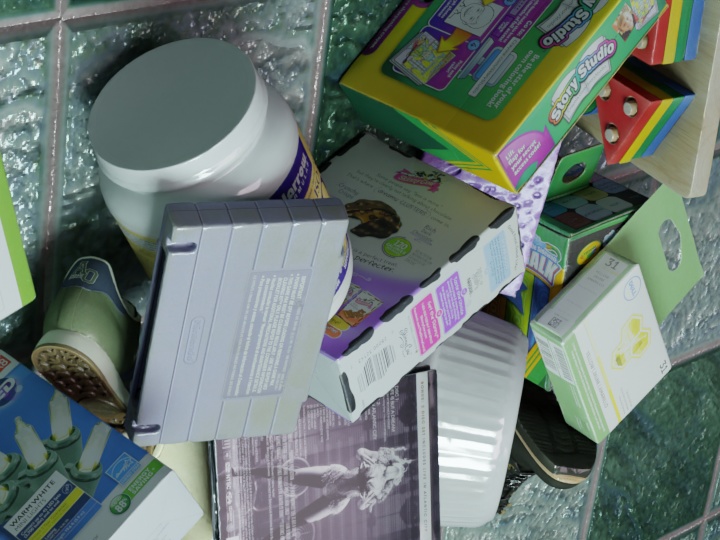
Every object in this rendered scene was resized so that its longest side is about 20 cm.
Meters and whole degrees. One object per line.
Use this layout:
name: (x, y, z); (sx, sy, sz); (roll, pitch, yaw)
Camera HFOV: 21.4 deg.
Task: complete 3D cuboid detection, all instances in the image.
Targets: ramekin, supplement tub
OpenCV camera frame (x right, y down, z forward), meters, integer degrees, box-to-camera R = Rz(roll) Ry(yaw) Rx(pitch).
ramekin: (0.083, 0.125, 1.619); (0.202, 0.093, 0.204); (11, 90, -88)
supplement tub: (-0.098, -0.049, 1.342); (0.145, 0.145, 0.201); (-46, 140, -19)

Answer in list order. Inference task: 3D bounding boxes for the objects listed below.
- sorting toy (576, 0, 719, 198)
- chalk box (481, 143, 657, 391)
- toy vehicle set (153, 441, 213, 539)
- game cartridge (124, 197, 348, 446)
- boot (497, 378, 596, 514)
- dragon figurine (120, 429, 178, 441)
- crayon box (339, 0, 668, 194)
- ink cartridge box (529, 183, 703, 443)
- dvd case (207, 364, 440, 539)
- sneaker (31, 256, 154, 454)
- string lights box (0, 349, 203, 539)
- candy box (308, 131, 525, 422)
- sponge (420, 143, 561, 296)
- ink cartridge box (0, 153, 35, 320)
sorting toy: (0.215, -0.186, 1.584); (0.069, 0.200, 0.200); (-11, 122, -28)
chalk box: (0.174, -0.020, 1.694); (0.124, 0.124, 0.201); (-19, 125, -40)
toy vehicle set: (-0.086, 0.203, 1.509); (0.199, 0.027, 0.125); (25, 95, -12)
game cartridge: (-0.085, 0.036, 1.300); (0.129, 0.038, 0.201); (-6, 132, -26)
boot: (0.147, 0.185, 1.739); (0.077, 0.200, 0.139); (14, 108, -15)
dragon figurine: (-0.213, 0.176, 1.385); (0.199, 0.059, 0.100); (-29, 127, -2)
crayon box: (0.110, -0.176, 1.481); (0.200, 0.172, 0.058); (-51, 141, -13)
ink cartridge box: (0.241, 0.033, 1.664); (0.200, 0.048, 0.146); (-43, 137, -18)
dvd case: (-0.025, 0.162, 1.461); (0.199, 0.016, 0.150); (-10, 106, -30)
sneaker: (-0.180, 0.063, 1.380); (0.201, 0.067, 0.090); (75, 24, -61)
string lights box: (-0.212, 0.142, 1.284); (0.103, 0.199, 0.059); (-48, 141, -18)
candy box: (0.000, 0.000, 1.467); (0.200, 0.167, 0.072); (-39, 138, -26)
sponge: (0.105, -0.087, 1.591); (0.030, 0.111, 0.201); (-86, -170, -72)
ink cartridge box: (-0.313, -0.005, 1.180); (0.199, 0.076, 0.149); (-33, 135, -30)
